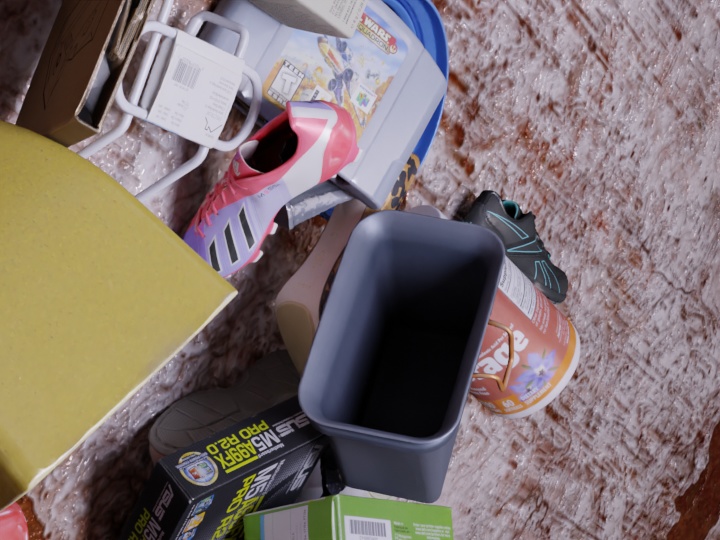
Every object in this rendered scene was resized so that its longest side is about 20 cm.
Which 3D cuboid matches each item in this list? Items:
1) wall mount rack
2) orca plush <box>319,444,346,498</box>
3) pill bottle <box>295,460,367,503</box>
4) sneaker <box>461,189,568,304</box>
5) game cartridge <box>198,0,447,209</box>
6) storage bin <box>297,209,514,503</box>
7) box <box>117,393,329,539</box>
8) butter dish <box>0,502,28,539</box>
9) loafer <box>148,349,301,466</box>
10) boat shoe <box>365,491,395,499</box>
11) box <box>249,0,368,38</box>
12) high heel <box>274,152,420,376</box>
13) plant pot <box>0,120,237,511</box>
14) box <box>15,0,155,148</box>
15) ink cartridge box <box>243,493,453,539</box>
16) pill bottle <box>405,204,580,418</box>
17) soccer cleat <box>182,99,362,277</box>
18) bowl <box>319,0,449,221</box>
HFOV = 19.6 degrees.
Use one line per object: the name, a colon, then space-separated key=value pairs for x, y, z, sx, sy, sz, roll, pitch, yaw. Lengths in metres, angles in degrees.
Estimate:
wall mount rack: x=-0.152 y=-0.110 z=1.457 sx=0.200 sy=0.074 sz=0.175 roll=20 pitch=93 yaw=-65
orca plush: x=-0.007 y=0.126 z=1.746 sx=0.106 sy=0.071 sz=0.201 roll=59 pitch=43 yaw=-39
pill bottle: x=-0.046 y=0.246 z=1.804 sx=0.114 sy=0.113 sz=0.202 roll=-30 pitch=131 yaw=-45
sneaker: x=0.152 y=-0.020 z=1.986 sx=0.200 sy=0.075 sz=0.080 roll=22 pitch=88 yaw=-59
game cartridge: x=-0.026 y=-0.155 z=1.594 sx=0.199 sy=0.041 sz=0.134 roll=36 pitch=80 yaw=-29
storage bin: x=0.046 y=0.078 z=1.617 sx=0.135 sy=0.144 sz=0.201 roll=82 pitch=22 yaw=-55
box: x=-0.119 y=0.197 z=1.643 sx=0.160 sy=0.044 sz=0.201 roll=-22 pitch=151 yaw=-43
butter dish: x=-0.290 y=0.221 z=1.389 sx=0.199 sy=0.147 sz=0.201 roll=-6 pitch=113 yaw=-55
loafer: x=-0.100 y=0.129 z=1.702 sx=0.200 sy=0.072 sz=0.063 roll=-30 pitch=139 yaw=-49
boat shoe: x=0.018 y=0.117 z=1.883 sx=0.072 sy=0.067 sz=0.201 roll=37 pitch=62 yaw=-34
box: x=-0.079 y=-0.239 z=1.462 sx=0.199 sy=0.082 sz=0.069 roll=31 pitch=80 yaw=-45
high heel: x=0.000 y=0.000 z=1.696 sx=0.142 sy=0.071 sz=0.202 roll=-25 pitch=125 yaw=-30
plant pot: x=-0.235 y=0.022 z=1.291 sx=0.200 sy=0.194 sz=0.195 roll=50 pitch=56 yaw=-5
box: x=-0.169 y=-0.150 z=1.319 sx=0.021 sy=0.200 sz=0.165 roll=25 pitch=77 yaw=-20
ink cartridge box: x=-0.044 y=0.236 z=1.662 sx=0.147 sy=0.199 sz=0.077 roll=14 pitch=67 yaw=-48
pill bottle: x=0.099 y=0.035 z=1.860 sx=0.200 sy=0.112 sz=0.113 roll=43 pitch=71 yaw=-32
soccer cleat: x=-0.083 y=-0.061 z=1.555 sx=0.076 sy=0.067 sz=0.200 roll=15 pitch=137 yaw=-43
bowl: x=0.001 y=-0.138 z=1.720 sx=0.200 sy=0.039 sz=0.202 roll=-33 pitch=133 yaw=-44
